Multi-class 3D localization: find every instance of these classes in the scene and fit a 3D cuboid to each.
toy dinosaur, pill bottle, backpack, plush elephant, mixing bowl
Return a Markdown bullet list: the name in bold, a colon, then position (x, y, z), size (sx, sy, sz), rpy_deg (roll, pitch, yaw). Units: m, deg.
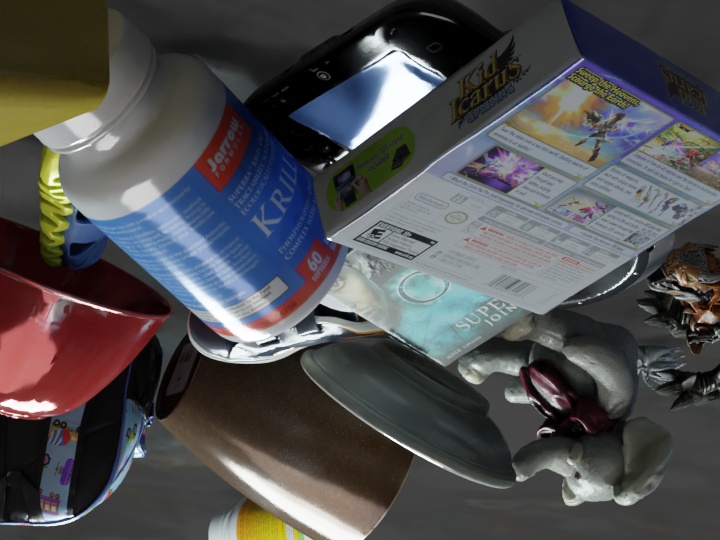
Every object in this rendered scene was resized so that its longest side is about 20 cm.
- **toy dinosaur**: position (0.287, 0.040, 1.132), size (0.200, 0.102, 0.136), rpy_deg (36, 132, -17)
- **pill bottle**: position (-0.104, -0.055, 0.877), size (0.112, 0.112, 0.200), rpy_deg (-11, 138, 36)
- **pill bottle**: position (-0.104, 0.346, 1.996), size (0.200, 0.111, 0.111), rpy_deg (-12, 154, 38)
- **backpack**: position (-0.273, 0.134, 1.332), size (0.182, 0.200, 0.135), rpy_deg (0, 159, 9)
- **plush elephant**: position (0.184, 0.128, 1.283), size (0.200, 0.155, 0.165), rpy_deg (11, 159, -15)
- **mixing bowl**: position (-0.247, 0.038, 1.076), size (0.200, 0.108, 0.200), rpy_deg (24, -174, -3)

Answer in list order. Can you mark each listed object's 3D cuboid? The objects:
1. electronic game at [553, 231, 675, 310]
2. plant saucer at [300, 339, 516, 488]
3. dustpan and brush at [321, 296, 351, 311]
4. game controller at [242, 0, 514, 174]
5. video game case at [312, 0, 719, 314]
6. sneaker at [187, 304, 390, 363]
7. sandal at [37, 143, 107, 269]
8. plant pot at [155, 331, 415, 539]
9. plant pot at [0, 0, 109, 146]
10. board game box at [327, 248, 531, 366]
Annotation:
- **electronic game**: position (0.118, -0.026, 1.046), size (0.200, 0.042, 0.200), rpy_deg (3, 152, 2)
- **plant saucer**: position (0.048, 0.103, 1.214), size (0.200, 0.050, 0.200), rpy_deg (30, -174, -4)
- **dustpan and brush**: position (0.000, 0.000, 1.076), size (0.200, 0.057, 0.140), rpy_deg (44, 157, -16)
- **game controller**: position (0.014, -0.101, 0.869), size (0.104, 0.042, 0.200), rpy_deg (17, 155, -32)
- **video game case**: position (0.106, -0.055, 0.844), size (0.181, 0.045, 0.200), rpy_deg (-33, 146, 32)
- **sneaker**: position (-0.042, 0.023, 1.164), size (0.200, 0.079, 0.079), rpy_deg (-9, 163, 4)
- **sandal**: position (-0.168, -0.051, 0.995), size (0.087, 0.080, 0.200), rpy_deg (5, 162, -11)
- **plant pot**: position (-0.075, 0.129, 1.349), size (0.200, 0.187, 0.187), rpy_deg (26, 153, -20)
- **plant pot**: position (-0.216, -0.135, 0.634), size (0.200, 0.200, 0.176), rpy_deg (-14, 164, 40)
- **board game box**: position (0.079, -0.019, 0.973), size (0.135, 0.028, 0.200), rpy_deg (31, 129, -31)
